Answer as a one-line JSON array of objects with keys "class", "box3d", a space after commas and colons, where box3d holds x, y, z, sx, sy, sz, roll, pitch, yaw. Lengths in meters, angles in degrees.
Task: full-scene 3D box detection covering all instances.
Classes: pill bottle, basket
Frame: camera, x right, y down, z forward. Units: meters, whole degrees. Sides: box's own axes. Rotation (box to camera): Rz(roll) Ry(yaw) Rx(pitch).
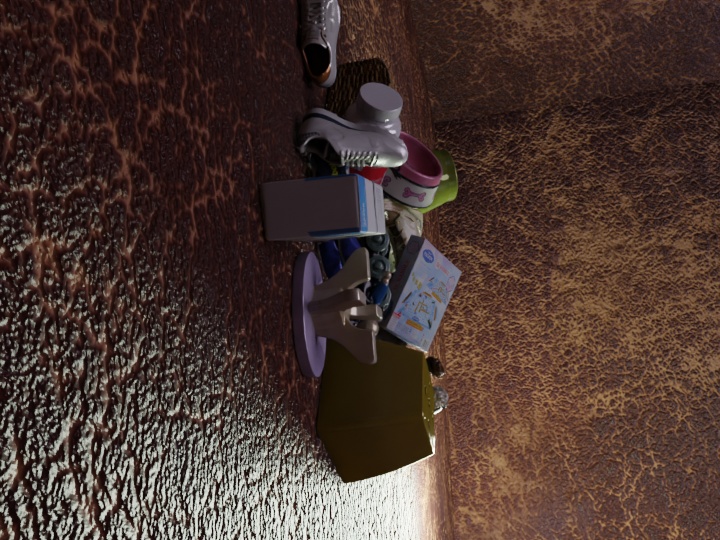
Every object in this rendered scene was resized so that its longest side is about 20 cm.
[{"class": "pill bottle", "box3d": [0.013, -0.252, 1.289, 0.201, 0.111, 0.113, 111, -11, -45]}, {"class": "basket", "box3d": [0.015, -0.337, 1.434, 0.150, 0.141, 0.202, 70, 19, -46]}]

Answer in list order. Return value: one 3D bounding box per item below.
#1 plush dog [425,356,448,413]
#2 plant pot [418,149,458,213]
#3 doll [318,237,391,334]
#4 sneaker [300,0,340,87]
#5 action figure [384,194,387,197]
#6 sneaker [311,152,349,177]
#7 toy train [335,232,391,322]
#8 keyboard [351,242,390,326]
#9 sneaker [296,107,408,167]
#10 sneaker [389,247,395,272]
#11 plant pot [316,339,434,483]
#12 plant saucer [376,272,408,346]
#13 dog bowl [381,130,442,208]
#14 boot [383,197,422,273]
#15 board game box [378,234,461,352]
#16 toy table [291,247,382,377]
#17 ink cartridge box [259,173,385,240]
[{"class": "plush dog", "box3d": [0.086, 0.235, 1.419, 0.162, 0.198, 0.172, 67, 19, 4]}, {"class": "plant pot", "box3d": [0.137, -0.225, 1.685, 0.200, 0.190, 0.203, 167, -90, -80]}, {"class": "doll", "box3d": [-0.010, 0.025, 1.193, 0.048, 0.135, 0.203, 43, 30, -87]}, {"class": "sneaker", "box3d": [-0.075, -0.445, 1.230, 0.085, 0.072, 0.203, -40, 125, -78]}, {"class": "action figure", "box3d": [0.032, -0.180, 1.530, 0.200, 0.103, 0.196, 13, 58, -85]}, {"class": "sneaker", "box3d": [-0.053, -0.162, 1.213, 0.083, 0.073, 0.202, 99, -12, -52]}, {"class": "toy train", "box3d": [0.000, 0.000, 1.281, 0.085, 0.112, 0.203, 89, 0, -79]}, {"class": "keyboard", "box3d": [0.011, 0.020, 1.346, 0.103, 0.039, 0.203, 20, 73, -30]}, {"class": "sneaker", "box3d": [-0.014, -0.211, 1.165, 0.077, 0.197, 0.081, 112, -11, -49]}, {"class": "sneaker", "box3d": [0.045, 0.012, 1.510, 0.077, 0.079, 0.202, 91, 2, -62]}, {"class": "plant pot", "box3d": [0.039, 0.244, 1.204, 0.201, 0.174, 0.202, 71, 18, -45]}, {"class": "plant saucer", "box3d": [0.046, 0.102, 1.436, 0.199, 0.032, 0.203, -12, 108, -42]}, {"class": "dog bowl", "box3d": [0.094, -0.230, 1.457, 0.074, 0.199, 0.201, -53, -167, 32]}, {"class": "boot", "box3d": [0.083, -0.067, 1.456, 0.199, 0.071, 0.157, 17, 65, -55]}, {"class": "board game box", "box3d": [0.126, 0.054, 1.432, 0.200, 0.041, 0.201, 36, 77, -53]}, {"class": "toy table", "box3d": [-0.037, 0.065, 1.077, 0.184, 0.115, 0.203, 8, 76, -78]}, {"class": "ink cartridge box", "box3d": [-0.049, -0.090, 1.018, 0.200, 0.143, 0.085, -10, 95, -78]}]
